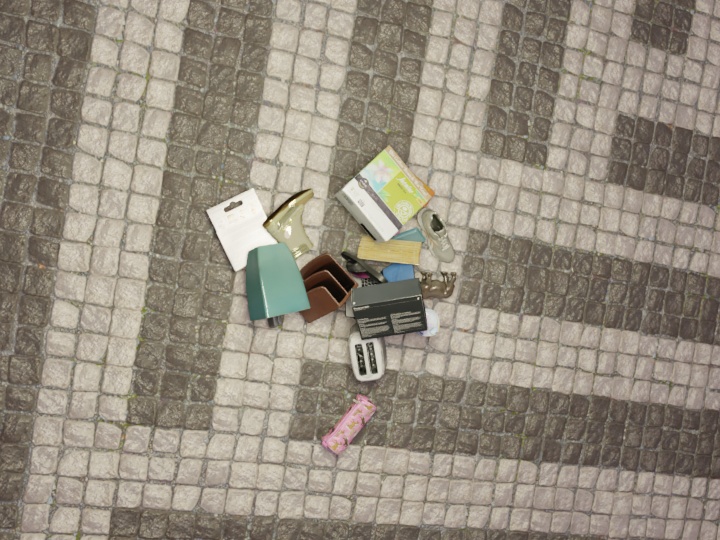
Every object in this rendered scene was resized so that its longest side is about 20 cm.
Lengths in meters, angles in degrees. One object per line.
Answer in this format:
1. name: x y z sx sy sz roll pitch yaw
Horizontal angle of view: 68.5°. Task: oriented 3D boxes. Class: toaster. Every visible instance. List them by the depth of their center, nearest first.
1. toaster: 0.022 0.260 1.646 0.111 0.129 0.204 -7 95 6

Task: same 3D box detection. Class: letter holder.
1. letter holder: -0.126 0.051 1.566 0.142 0.199 0.101 48 53 -10

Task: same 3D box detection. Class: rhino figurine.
1. rhino figurine: 0.216 0.049 1.725 0.196 0.060 0.089 -1 95 -10

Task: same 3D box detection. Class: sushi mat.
1. sushi mat: 0.090 -0.062 1.650 0.196 0.012 0.097 6 52 12

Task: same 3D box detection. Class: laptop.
1. laptop: 0.056 0.041 1.613 0.196 0.117 0.190 6 49 -12

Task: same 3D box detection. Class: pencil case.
1. pencil case: 0.191 0.147 1.653 0.090 0.200 0.084 28 94 -6
2. pencil case: -0.037 0.487 1.678 0.086 0.083 0.201 41 85 -12

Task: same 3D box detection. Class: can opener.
1. can opener: -0.287 0.076 1.626 0.065 0.053 0.204 -12 94 23

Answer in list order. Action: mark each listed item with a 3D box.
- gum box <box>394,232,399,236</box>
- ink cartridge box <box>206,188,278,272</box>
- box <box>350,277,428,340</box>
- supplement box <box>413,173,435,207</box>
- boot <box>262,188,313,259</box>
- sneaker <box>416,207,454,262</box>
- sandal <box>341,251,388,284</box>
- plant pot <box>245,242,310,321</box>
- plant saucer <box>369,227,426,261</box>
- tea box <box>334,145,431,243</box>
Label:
1. gum box: 0.069 -0.210 1.675 0.199 0.066 0.114 39 83 -11
2. ink cartridge box: -0.350 -0.121 1.600 0.159 0.050 0.203 -27 95 -10
3. box: 0.083 0.110 1.499 0.196 0.080 0.143 -9 132 8
4. supplement box: 0.140 -0.285 1.689 0.199 0.066 0.069 37 85 -12
5. boot: -0.187 -0.141 1.618 0.200 0.072 0.156 -46 114 -27
6. sneaker: 0.253 -0.107 1.703 0.075 0.092 0.202 -36 108 -9
7. sandal: 0.000 0.000 1.613 0.048 0.199 0.075 -49 143 -8
8. plant pot: -0.252 0.029 1.533 0.139 0.141 0.204 -10 88 -32
9. plant saucer: 0.109 -0.082 1.697 0.197 0.070 0.019 -20 138 -10
10. tea box: 0.066 -0.221 1.571 0.197 0.133 0.200 -44 99 -9
